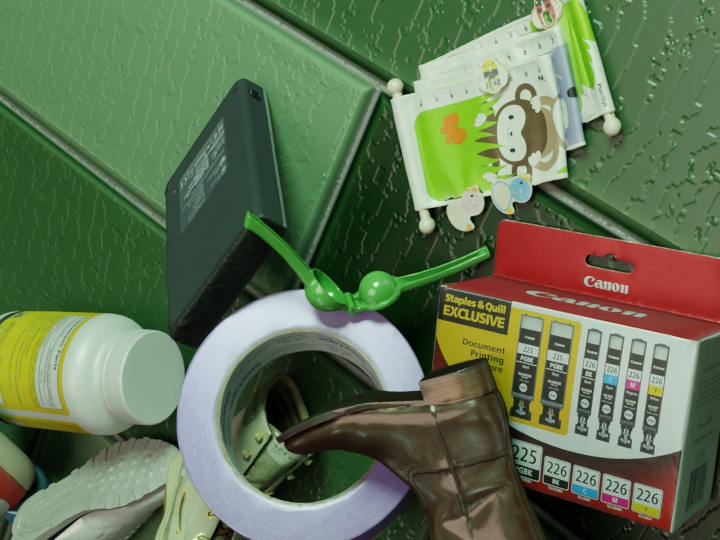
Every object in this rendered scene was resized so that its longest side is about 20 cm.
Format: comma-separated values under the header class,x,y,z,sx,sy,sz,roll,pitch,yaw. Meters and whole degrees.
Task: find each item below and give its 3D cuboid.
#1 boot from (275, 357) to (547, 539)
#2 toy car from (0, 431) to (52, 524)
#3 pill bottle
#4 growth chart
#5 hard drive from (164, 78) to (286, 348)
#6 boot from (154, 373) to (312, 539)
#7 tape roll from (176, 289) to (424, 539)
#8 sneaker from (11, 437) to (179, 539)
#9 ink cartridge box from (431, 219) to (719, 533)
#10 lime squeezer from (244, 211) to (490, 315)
class,x,y,z,sx,sy,sz,roll,pitch,yaw
boot,0.044,0.182,0.845,0.184,0.064,0.203,-18,91,28
toy car,-0.440,0.221,1.159,0.176,0.185,0.200,31,69,27
pill bottle,-0.267,0.097,1.119,0.198,0.112,0.114,1,95,34
growth chart,0.106,-0.119,0.900,0.199,0.018,0.147,-25,82,34
hard drive,-0.118,-0.052,0.981,0.140,0.033,0.201,-50,31,27
boot,-0.103,0.197,0.999,0.154,0.072,0.201,-41,33,27
tape roll,-0.043,0.121,0.932,0.197,0.066,0.203,-1,73,4
sneaker,-0.242,0.230,1.148,0.198,0.081,0.077,-26,38,18
ink cartridge box,0.155,0.066,0.845,0.198,0.083,0.178,11,101,33
lime squeezer,0.000,0.000,0.907,0.038,0.197,0.072,-135,55,-67
